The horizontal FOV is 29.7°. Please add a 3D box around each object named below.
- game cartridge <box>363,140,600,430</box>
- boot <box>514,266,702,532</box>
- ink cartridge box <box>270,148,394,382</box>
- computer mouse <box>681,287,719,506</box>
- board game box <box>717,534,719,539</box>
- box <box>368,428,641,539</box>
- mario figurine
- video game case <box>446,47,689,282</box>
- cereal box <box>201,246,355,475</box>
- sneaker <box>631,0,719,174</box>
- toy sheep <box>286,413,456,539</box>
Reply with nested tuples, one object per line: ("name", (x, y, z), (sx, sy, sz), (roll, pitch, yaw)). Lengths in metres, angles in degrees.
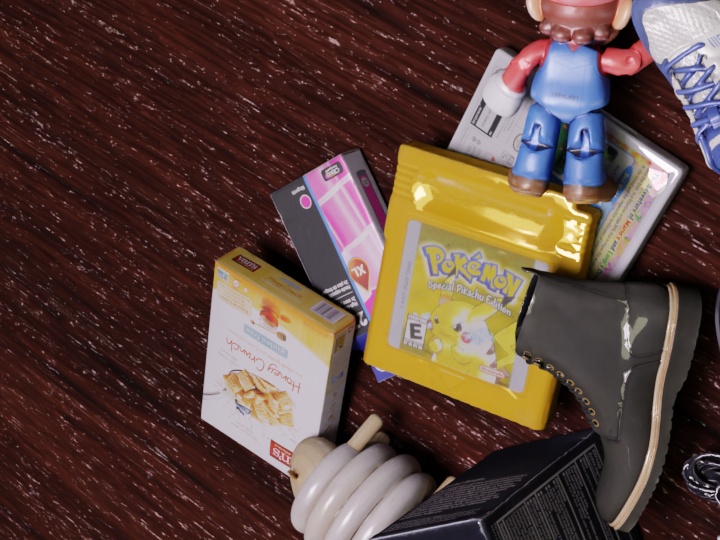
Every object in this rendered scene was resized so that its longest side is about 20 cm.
("game cartridge", (0.095, 0.011, 1.117), (0.176, 0.032, 0.200), (19, 114, 25))
("boot", (0.174, 0.096, 1.062), (0.138, 0.077, 0.200), (11, 100, 0))
("ink cartridge box", (0.000, 0.000, 1.215), (0.095, 0.037, 0.200), (-26, 90, 38))
("computer mouse", (0.309, 0.082, 1.005), (0.138, 0.053, 0.200), (8, 105, 43))
("board game box", (0.383, 0.253, 1.020), (0.134, 0.034, 0.200), (-40, 80, 37))
("box", (0.136, 0.261, 1.093), (0.123, 0.198, 0.200), (-20, 92, 40))
("mario figurine", (0.169, -0.154, 1.023), (0.106, 0.123, 0.200), (-141, 57, -68))
("video game case", (0.143, -0.050, 1.105), (0.182, 0.024, 0.200), (37, 121, 20))
("cereal box", (-0.081, 0.094, 1.272), (0.144, 0.040, 0.200), (29, 131, 25))
("sneaker", (0.258, -0.116, 0.933), (0.200, 0.088, 0.075), (45, 138, -2))
("toy sheep", (0.016, 0.218, 1.204), (0.200, 0.138, 0.138), (36, 122, 24))
